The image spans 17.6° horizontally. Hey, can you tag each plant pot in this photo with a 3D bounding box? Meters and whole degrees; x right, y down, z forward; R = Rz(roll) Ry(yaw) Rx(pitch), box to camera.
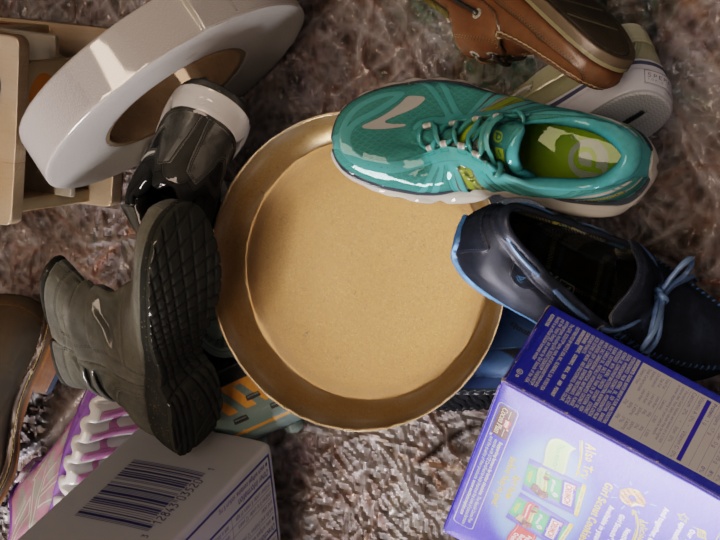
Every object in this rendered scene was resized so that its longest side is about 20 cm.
[{"bbox_3d":[0.000,0.000,1.466,0.199,0.027,0.202,1,93,20],"label":"plant pot"}]

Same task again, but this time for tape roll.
[{"bbox_3d":[-0.127,-0.125,1.500,0.203,0.203,0.037,-39,79,25],"label":"tape roll"}]

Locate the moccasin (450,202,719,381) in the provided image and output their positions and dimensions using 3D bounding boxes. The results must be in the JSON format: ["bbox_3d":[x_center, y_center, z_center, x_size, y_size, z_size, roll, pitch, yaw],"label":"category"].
[{"bbox_3d":[0.150,0.017,1.400,0.068,0.199,0.081,-32,44,60],"label":"moccasin"}]

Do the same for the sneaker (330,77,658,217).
[{"bbox_3d":[0.078,-0.078,1.383,0.198,0.080,0.078,5,86,11],"label":"sneaker"}]

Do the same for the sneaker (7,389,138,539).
[{"bbox_3d":[-0.205,0.149,1.649,0.088,0.080,0.201,31,106,41],"label":"sneaker"}]

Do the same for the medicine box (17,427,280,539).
[{"bbox_3d":[-0.134,0.234,1.533,0.102,0.182,0.201,8,119,25],"label":"medicine box"}]

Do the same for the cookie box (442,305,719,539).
[{"bbox_3d":[0.167,0.137,1.400,0.199,0.075,0.172,29,142,9],"label":"cookie box"}]

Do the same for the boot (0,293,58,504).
[{"bbox_3d":[-0.286,0.102,1.649,0.201,0.097,0.075,-65,30,5],"label":"boot"}]

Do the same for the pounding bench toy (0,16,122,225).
[{"bbox_3d":[-0.287,-0.110,1.605,0.199,0.156,0.125,8,101,25],"label":"pounding bench toy"}]

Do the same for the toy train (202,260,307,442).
[{"bbox_3d":[-0.064,0.057,1.564,0.199,0.085,0.115,-25,95,27],"label":"toy train"}]

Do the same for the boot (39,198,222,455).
[{"bbox_3d":[-0.158,0.022,1.489,0.130,0.068,0.201,27,136,27],"label":"boot"}]

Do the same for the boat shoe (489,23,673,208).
[{"bbox_3d":[0.111,-0.086,1.473,0.199,0.072,0.062,-27,47,28],"label":"boat shoe"}]

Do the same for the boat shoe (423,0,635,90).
[{"bbox_3d":[0.095,-0.158,1.442,0.068,0.072,0.200,-59,45,18],"label":"boat shoe"}]

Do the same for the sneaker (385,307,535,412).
[{"bbox_3d":[0.109,0.050,1.485,0.199,0.066,0.079,3,72,18],"label":"sneaker"}]

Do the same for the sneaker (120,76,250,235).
[{"bbox_3d":[-0.125,-0.044,1.522,0.066,0.200,0.091,26,64,-1],"label":"sneaker"}]
